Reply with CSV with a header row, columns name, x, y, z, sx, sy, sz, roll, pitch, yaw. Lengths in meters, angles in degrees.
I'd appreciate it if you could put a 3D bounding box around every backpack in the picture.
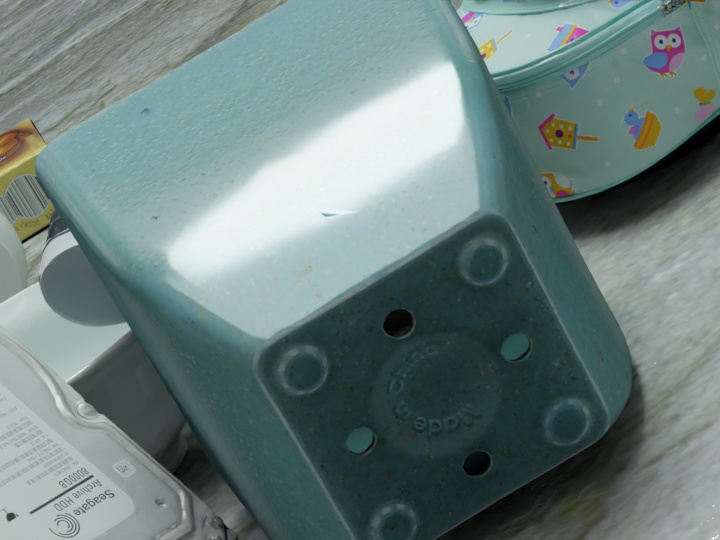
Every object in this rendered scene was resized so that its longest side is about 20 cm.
name,x,y,z,sx,sy,sz,roll,pitch,yaw
backpack,0.125,-0.127,1.403,0.200,0.154,0.175,-44,26,-20

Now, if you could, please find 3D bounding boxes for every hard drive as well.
name,x,y,z,sx,sy,sz,roll,pitch,yaw
hard drive,-0.168,0.090,1.178,0.139,0.200,0.038,-30,-27,-48

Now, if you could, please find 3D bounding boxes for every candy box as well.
name,x,y,z,sx,sy,sz,roll,pitch,yaw
candy box,-0.306,-0.029,1.991,0.199,0.057,0.117,-33,18,-5

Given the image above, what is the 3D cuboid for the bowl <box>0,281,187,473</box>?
name,x,y,z,sx,sy,sz,roll,pitch,yaw
bowl,-0.150,0.075,1.376,0.200,0.091,0.201,-27,18,10

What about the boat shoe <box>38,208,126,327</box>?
name,x,y,z,sx,sy,sz,roll,pitch,yaw
boat shoe,-0.055,-0.029,1.289,0.199,0.072,0.068,-15,41,12

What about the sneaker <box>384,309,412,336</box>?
name,x,y,z,sx,sy,sz,roll,pitch,yaw
sneaker,0.000,0.000,1.339,0.199,0.090,0.067,-25,19,19

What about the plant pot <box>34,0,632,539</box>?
name,x,y,z,sx,sy,sz,roll,pitch,yaw
plant pot,0.005,0.014,1.149,0.196,0.196,0.200,-30,28,-2

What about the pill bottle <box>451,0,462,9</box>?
name,x,y,z,sx,sy,sz,roll,pitch,yaw
pill bottle,0.000,-0.086,1.540,0.115,0.116,0.200,-15,23,40

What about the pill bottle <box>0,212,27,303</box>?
name,x,y,z,sx,sy,sz,roll,pitch,yaw
pill bottle,-0.277,-0.002,1.769,0.111,0.112,0.200,-33,17,-10
